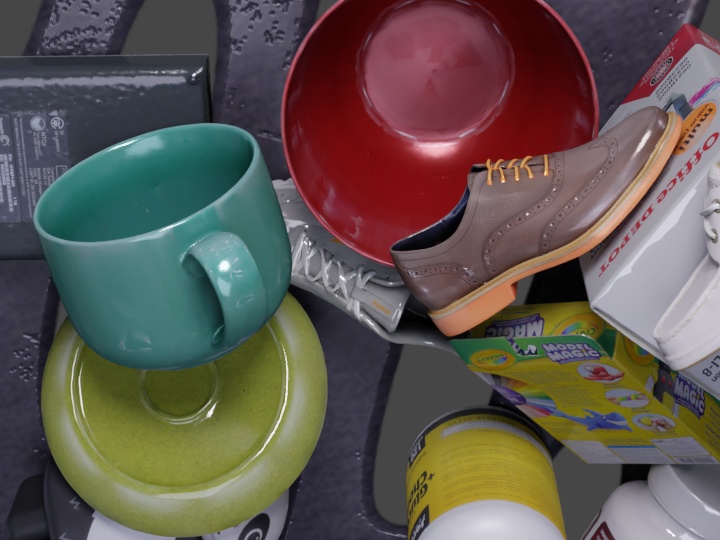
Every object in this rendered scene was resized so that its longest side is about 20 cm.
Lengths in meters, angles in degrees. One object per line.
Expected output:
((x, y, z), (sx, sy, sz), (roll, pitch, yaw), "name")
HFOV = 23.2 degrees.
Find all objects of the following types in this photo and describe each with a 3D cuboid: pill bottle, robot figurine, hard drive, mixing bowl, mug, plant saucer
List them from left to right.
((-0.197, -0.075, 1.186), (0.198, 0.033, 0.141), (0, 115, 1), "hard drive")
((-0.149, 0.168, 1.249), (0.198, 0.126, 0.151), (-15, 151, 8), "robot figurine")
((-0.120, 0.000, 1.101), (0.150, 0.186, 0.115), (-11, 119, 10), "mug")
((-0.122, 0.078, 1.189), (0.198, 0.031, 0.202), (-1, 73, 2), "plant saucer")
((0.050, -0.112, 1.124), (0.198, 0.109, 0.202), (1, 116, 1), "mixing bowl")
((0.088, 0.188, 1.215), (0.111, 0.200, 0.113), (0, 115, 0), "pill bottle")
((0.206, 0.230, 1.282), (0.112, 0.113, 0.201), (25, 114, -11), "pill bottle")

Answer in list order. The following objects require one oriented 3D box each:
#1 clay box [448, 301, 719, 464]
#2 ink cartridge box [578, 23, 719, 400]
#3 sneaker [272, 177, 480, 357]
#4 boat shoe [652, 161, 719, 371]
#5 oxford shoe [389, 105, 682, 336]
((0.157, 0.072, 1.175), (0.114, 0.048, 0.200), (-4, 149, 37), "clay box")
((0.231, -0.033, 1.109), (0.144, 0.200, 0.146), (32, 111, -14), "ink cartridge box")
((0.000, 0.000, 1.187), (0.198, 0.092, 0.076), (17, 115, -6), "sneaker")
((0.218, -0.036, 0.966), (0.069, 0.071, 0.201), (35, 105, -8), "boat shoe")
((0.105, -0.042, 1.061), (0.199, 0.071, 0.073), (-39, 105, 17), "oxford shoe")
